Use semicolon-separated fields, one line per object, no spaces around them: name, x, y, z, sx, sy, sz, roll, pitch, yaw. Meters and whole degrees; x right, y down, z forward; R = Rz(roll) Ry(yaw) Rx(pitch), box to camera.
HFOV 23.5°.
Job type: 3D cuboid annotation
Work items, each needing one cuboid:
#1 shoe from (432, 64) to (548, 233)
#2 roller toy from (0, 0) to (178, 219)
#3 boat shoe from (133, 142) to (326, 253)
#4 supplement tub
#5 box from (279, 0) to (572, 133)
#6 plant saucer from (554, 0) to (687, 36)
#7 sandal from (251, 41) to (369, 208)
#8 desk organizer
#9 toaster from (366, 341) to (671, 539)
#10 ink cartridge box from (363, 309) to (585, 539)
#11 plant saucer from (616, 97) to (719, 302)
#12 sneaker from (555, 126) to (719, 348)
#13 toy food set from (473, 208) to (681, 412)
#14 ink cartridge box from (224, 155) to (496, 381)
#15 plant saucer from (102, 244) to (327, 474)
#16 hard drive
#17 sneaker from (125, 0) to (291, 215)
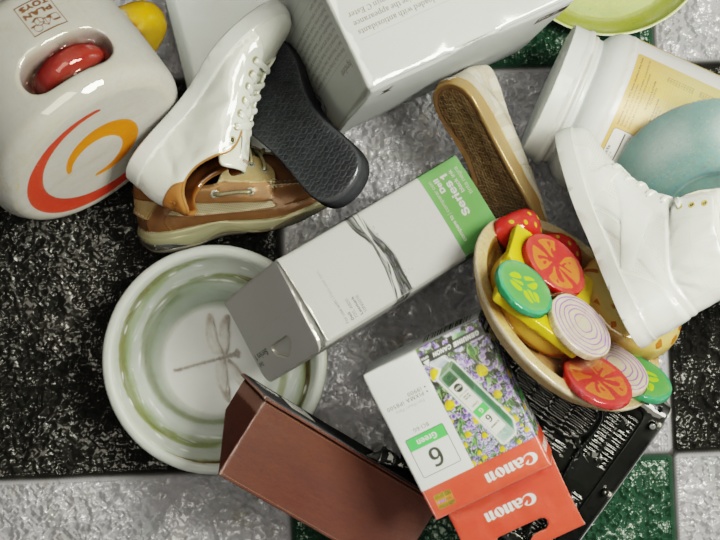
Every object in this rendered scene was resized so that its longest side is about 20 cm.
shoe;0.126;-0.084;1.506;0.053;0.069;0.202;-40;114;-44
roller toy;-0.260;-0.151;1.479;0.200;0.182;0.140;-46;70;19
boat shoe;-0.107;-0.075;1.531;0.198;0.076;0.074;-16;115;-3
supplement tub;0.253;-0.118;1.521;0.198;0.145;0.146;24;86;0
box;0.048;-0.227;1.481;0.198;0.200;0.132;-25;88;-12
plant saucer;0.224;-0.312;1.588;0.198;0.031;0.202;0;88;-2
sandal;-0.056;-0.127;1.508;0.076;0.043;0.201;-40;59;14
desk organizer;-0.034;0.177;1.498;0.199;0.072;0.077;33;90;-23
toaster;0.140;0.131;1.500;0.199;0.119;0.182;34;100;1
ink cartridge box;0.095;0.146;1.421;0.108;0.050;0.201;-26;94;10
plant saucer;0.304;-0.046;1.441;0.199;0.039;0.203;8;126;12
sneaker;0.237;-0.049;1.399;0.115;0.074;0.201;-28;63;17
toy food set;0.176;0.032;1.411;0.199;0.199;0.049;36;127;-11
ink cartridge box;0.000;0.000;1.472;0.199;0.146;0.085;-30;87;-28
plant saucer;-0.129;0.080;1.545;0.198;0.050;0.202;0;86;-2
hard drive;-0.101;-0.208;1.574;0.131;0.026;0.202;-14;88;-3
sneaker;-0.108;-0.133;1.481;0.084;0.073;0.201;38;94;15
